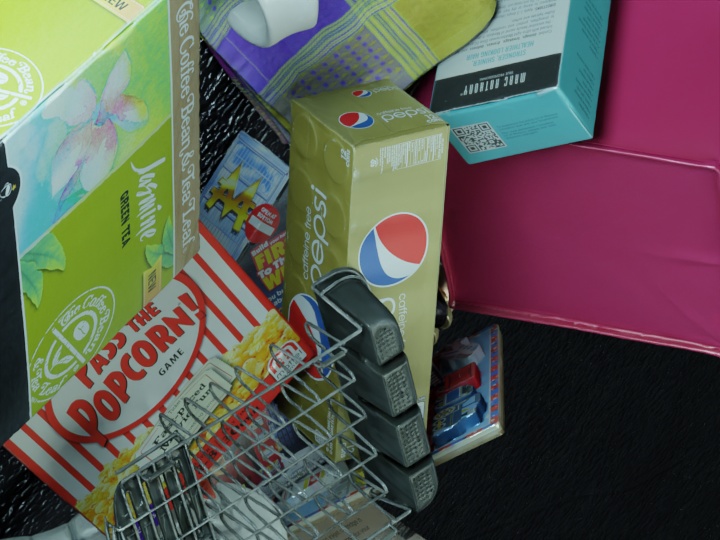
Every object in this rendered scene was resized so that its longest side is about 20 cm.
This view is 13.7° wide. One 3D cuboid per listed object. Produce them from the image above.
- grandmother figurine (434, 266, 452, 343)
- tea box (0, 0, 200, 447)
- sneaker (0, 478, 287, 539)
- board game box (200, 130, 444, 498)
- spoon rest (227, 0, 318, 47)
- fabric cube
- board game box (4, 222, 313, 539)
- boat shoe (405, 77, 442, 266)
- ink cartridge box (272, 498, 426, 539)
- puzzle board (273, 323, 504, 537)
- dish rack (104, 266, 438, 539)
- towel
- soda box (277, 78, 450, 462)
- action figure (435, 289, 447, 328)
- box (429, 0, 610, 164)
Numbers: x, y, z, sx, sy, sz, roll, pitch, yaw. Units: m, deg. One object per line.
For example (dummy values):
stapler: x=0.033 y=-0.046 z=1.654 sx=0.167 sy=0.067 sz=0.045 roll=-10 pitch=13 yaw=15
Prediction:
grandmother figurine: x=0.095 y=-0.044 z=2.054 sx=0.200 sy=0.061 sz=0.121 roll=-52 pitch=-173 yaw=-25
tea box: x=-0.177 y=-0.041 z=1.285 sx=0.197 sy=0.134 sz=0.200 roll=-47 pitch=158 yaw=-30
sneaker: x=-0.139 y=0.168 z=1.691 sx=0.200 sy=0.077 sz=0.082 roll=-12 pitch=162 yaw=-1
board game box: x=-0.068 y=0.032 z=1.709 sx=0.200 sy=0.062 sz=0.200 roll=-33 pitch=131 yaw=-18
spoon rest: x=-0.052 y=-0.180 z=1.438 sx=0.099 sy=0.061 sz=0.200 roll=-27 pitch=141 yaw=-10
fabric cube: x=0.159 y=-0.092 z=1.810 sx=0.200 sy=0.196 sz=0.200 roll=75 pitch=31 yaw=-53
board game box: x=-0.125 y=0.045 z=1.562 sx=0.152 sy=0.046 sz=0.200 roll=-48 pitch=146 yaw=-6
boat shoe: x=0.045 y=-0.070 z=1.877 sx=0.073 sy=0.063 sz=0.200 roll=-48 pitch=158 yaw=-25
ink cartridge box: x=-0.008 y=0.217 z=1.840 sx=0.145 sy=0.200 sz=0.084 roll=-25 pitch=145 yaw=-56
puzzle board: x=0.016 y=0.092 z=1.789 sx=0.151 sy=0.017 sz=0.200 roll=-26 pitch=-168 yaw=9
dish rack: x=-0.050 y=0.109 z=1.589 sx=0.200 sy=0.055 sz=0.154 roll=-32 pitch=130 yaw=-21
towel: x=-0.010 y=-0.141 z=1.591 sx=0.144 sy=0.023 sz=0.200 roll=-35 pitch=151 yaw=3
soda box: x=0.000 y=0.000 z=1.652 sx=0.064 sy=0.068 sz=0.200 roll=-14 pitch=123 yaw=-29
action figure: x=-0.044 y=0.044 z=1.833 sx=0.200 sy=0.069 sz=0.130 roll=-12 pitch=139 yaw=-44
box: x=0.098 y=-0.160 z=1.703 sx=0.049 sy=0.082 sz=0.200 roll=48 pitch=41 yaw=-43
